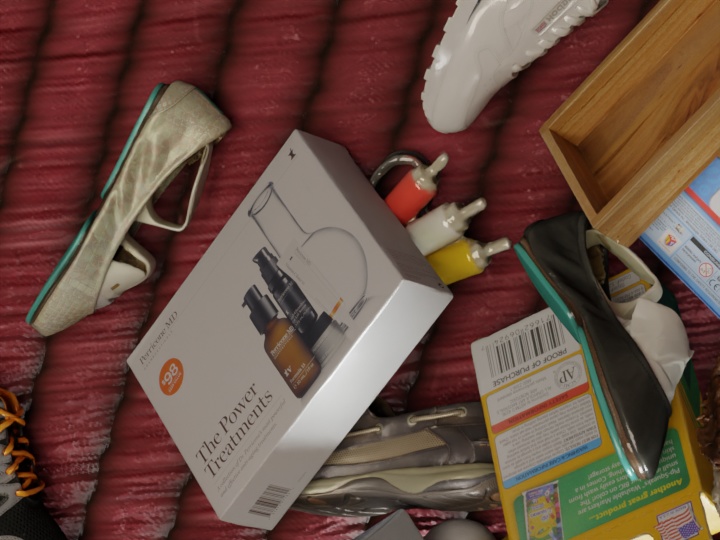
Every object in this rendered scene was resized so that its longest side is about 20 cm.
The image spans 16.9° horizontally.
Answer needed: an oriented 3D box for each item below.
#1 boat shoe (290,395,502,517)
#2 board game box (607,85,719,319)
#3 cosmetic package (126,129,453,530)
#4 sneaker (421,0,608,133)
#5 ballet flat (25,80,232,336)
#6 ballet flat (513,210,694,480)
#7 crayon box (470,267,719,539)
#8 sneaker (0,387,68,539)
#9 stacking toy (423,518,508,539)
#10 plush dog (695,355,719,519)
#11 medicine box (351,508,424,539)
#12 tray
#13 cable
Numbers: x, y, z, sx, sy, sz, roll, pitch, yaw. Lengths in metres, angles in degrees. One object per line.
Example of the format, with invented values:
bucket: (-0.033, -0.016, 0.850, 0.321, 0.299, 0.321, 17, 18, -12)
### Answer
boat shoe: (0.006, 0.116, 1.547, 0.199, 0.074, 0.074, -3, 73, 23)
board game box: (0.268, -0.059, 1.439, 0.151, 0.037, 0.200, 45, 110, 6)
cosmetic package: (-0.049, 0.037, 1.514, 0.200, 0.052, 0.151, -53, 46, 19)
sneaker: (0.105, -0.163, 1.459, 0.080, 0.076, 0.201, 29, 109, 1)
ballet flat: (-0.148, -0.028, 1.568, 0.062, 0.067, 0.201, 31, 108, 0)
ballet flat: (0.149, 0.032, 1.409, 0.068, 0.068, 0.201, -27, 48, 4)
crayon box: (0.144, 0.109, 1.441, 0.125, 0.052, 0.201, -26, 48, 21)
sneaker: (-0.254, 0.119, 1.623, 0.077, 0.078, 0.200, -38, 88, 11)
stacking toy: (0.119, 0.206, 1.501, 0.199, 0.146, 0.147, 21, 106, 29)
plush dog: (0.277, 0.103, 1.361, 0.171, 0.160, 0.201, -32, 114, -9)
medicine box: (-0.007, 0.280, 1.522, 0.200, 0.103, 0.183, -37, 86, 42)
tray: (0.198, -0.118, 1.424, 0.200, 0.037, 0.099, -47, 39, 20)
cable: (0.000, 0.000, 1.531, 0.200, 0.050, 0.097, -38, 81, 20)
